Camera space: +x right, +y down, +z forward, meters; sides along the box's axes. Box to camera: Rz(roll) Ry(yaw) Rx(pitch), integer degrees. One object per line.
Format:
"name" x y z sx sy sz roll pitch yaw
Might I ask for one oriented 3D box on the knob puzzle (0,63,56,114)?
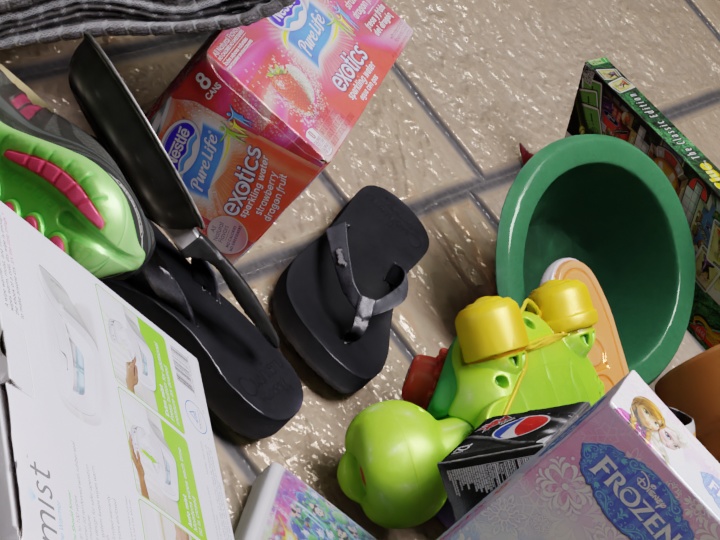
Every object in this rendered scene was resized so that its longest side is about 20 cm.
"knob puzzle" -0.214 -0.046 1.252 0.218 0.031 0.221 19 37 -15

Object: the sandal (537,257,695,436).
"sandal" 0.160 0.090 1.489 0.079 0.059 0.208 -19 92 -47

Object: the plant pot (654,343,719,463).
"plant pot" 0.299 0.110 1.589 0.199 0.199 0.141 2 67 -50

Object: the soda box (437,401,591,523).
"soda box" 0.106 0.174 1.293 0.071 0.063 0.202 -34 110 -59

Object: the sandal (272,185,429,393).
"sandal" 0.000 -0.001 1.474 0.076 0.043 0.201 39 31 -11

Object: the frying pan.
"frying pan" -0.103 -0.044 1.290 0.115 0.031 0.191 54 -8 41

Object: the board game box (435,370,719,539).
"board game box" 0.127 0.183 1.210 0.200 0.200 0.041 46 31 1

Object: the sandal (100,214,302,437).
"sandal" -0.103 0.001 1.329 0.200 0.043 0.076 42 31 -7

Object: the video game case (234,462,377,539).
"video game case" 0.000 0.209 1.244 0.182 0.024 0.200 39 32 -12

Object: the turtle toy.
"turtle toy" 0.069 0.090 1.391 0.199 0.101 0.147 -11 85 -53

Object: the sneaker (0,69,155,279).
"sneaker" -0.175 -0.055 1.220 0.200 0.077 0.084 45 6 26

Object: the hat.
"hat" 0.103 0.001 1.621 0.199 0.175 0.167 -8 93 -40

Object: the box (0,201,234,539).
"box" -0.138 0.093 1.090 0.176 0.096 0.201 41 25 -45

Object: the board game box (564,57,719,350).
"board game box" 0.197 -0.040 1.647 0.023 0.105 0.200 -15 45 -28

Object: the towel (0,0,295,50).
"towel" -0.116 -0.170 1.368 0.166 0.198 0.086 -69 149 -73

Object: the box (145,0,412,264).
"box" -0.054 -0.103 1.475 0.095 0.100 0.200 42 31 -7
